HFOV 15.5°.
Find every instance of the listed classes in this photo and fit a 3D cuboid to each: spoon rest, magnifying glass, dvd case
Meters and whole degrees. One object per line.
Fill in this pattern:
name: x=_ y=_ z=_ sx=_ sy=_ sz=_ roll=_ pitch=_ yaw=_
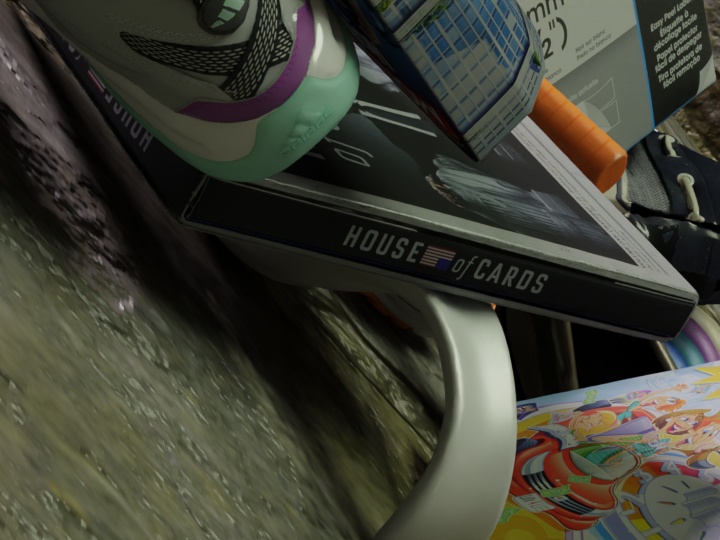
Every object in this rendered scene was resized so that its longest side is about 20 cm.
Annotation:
spoon rest: x=0.000 y=0.000 z=0.849 sx=0.099 sy=0.061 sz=0.200 roll=15 pitch=37 yaw=-43
magnifying glass: x=0.023 y=-0.101 z=0.989 sx=0.200 sy=0.022 sz=0.080 roll=46 pitch=-14 yaw=17
dvd case: x=-0.003 y=-0.042 z=0.848 sx=0.199 sy=0.025 sz=0.150 roll=15 pitch=25 yaw=-38

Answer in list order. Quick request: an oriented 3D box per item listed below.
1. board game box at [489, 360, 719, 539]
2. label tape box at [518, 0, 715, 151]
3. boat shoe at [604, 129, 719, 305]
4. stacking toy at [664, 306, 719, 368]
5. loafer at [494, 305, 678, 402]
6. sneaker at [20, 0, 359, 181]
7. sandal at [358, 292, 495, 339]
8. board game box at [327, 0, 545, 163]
board game box: x=0.101 y=0.087 z=0.834 sx=0.200 sy=0.134 sz=0.034 roll=-96 pitch=175 yaw=-69
label tape box: x=0.070 y=-0.138 z=1.087 sx=0.066 sy=0.143 sz=0.201 roll=15 pitch=-51 yaw=40
boat shoe: x=0.140 y=-0.025 z=1.173 sx=0.200 sy=0.092 sz=0.075 roll=-77 pitch=171 yaw=-70
stacking toy: x=0.098 y=0.058 z=1.091 sx=0.086 sy=0.085 sz=0.200 roll=55 pitch=18 yaw=8
loafer: x=0.104 y=0.082 z=0.955 sx=0.201 sy=0.072 sz=0.063 roll=65 pitch=-16 yaw=13
sneaker: x=-0.087 y=-0.121 z=0.712 sx=0.200 sy=0.078 sz=0.140 roll=38 pitch=-9 yaw=30
sandal: x=0.018 y=-0.030 z=0.975 sx=0.059 sy=0.080 sz=0.206 roll=5 pitch=-18 yaw=41
board game box: x=-0.014 y=-0.129 z=0.788 sx=0.200 sy=0.062 sz=0.200 roll=48 pitch=-1 yaw=42
